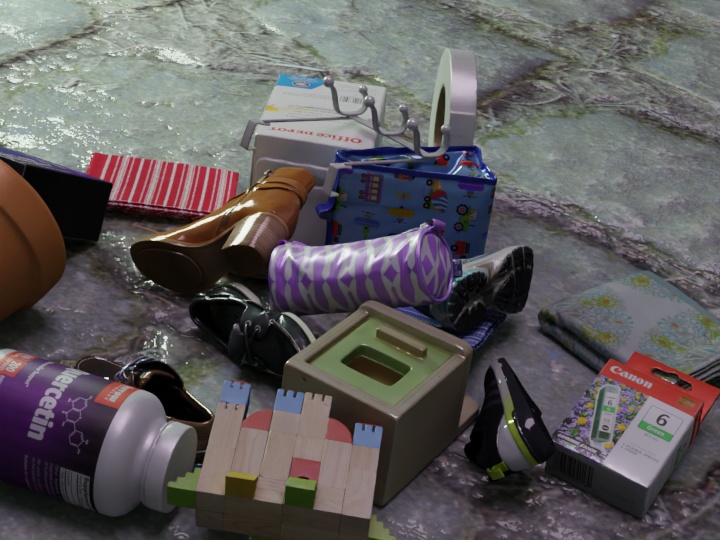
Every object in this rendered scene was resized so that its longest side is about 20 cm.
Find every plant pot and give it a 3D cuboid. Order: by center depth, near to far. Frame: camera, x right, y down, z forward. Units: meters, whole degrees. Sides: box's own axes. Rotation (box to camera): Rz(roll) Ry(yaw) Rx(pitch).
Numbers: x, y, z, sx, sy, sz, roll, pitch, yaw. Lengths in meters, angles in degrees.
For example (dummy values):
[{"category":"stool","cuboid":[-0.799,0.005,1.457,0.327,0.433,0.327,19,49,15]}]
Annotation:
[{"category":"plant pot","cuboid":[-0.419,-0.012,1.370,0.198,0.202,0.141,19,47,18]}]

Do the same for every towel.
[{"category":"towel","cuboid":[0.078,0.046,1.491,0.143,0.024,0.200,15,14,13]},{"category":"towel","cuboid":[0.326,0.074,1.533,0.170,0.049,0.200,-15,37,-35]},{"category":"towel","cuboid":[-0.255,-0.103,1.717,0.197,0.023,0.145,7,28,-6]}]

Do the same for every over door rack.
[{"category":"over door rack","cuboid":[-0.012,-0.159,1.522,0.147,0.067,0.199,30,36,35]}]

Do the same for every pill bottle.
[{"category":"pill bottle","cuboid":[-0.249,0.147,1.198,0.197,0.114,0.113,15,30,12]}]

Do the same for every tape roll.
[{"category":"tape roll","cuboid":[0.119,-0.188,1.775,0.036,0.205,0.204,5,30,-5]}]

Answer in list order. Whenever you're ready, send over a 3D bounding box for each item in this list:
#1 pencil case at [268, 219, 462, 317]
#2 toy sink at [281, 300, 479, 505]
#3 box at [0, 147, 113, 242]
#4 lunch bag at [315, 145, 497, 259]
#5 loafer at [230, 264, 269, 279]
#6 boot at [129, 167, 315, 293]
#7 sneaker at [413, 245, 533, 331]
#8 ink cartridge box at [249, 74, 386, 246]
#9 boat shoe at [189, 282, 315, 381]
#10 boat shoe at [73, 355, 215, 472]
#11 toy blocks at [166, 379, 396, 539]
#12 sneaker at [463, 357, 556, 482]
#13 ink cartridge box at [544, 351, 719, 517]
[{"category":"pencil case","cuboid":[0.000,0.000,1.401,0.198,0.087,0.084,-7,-6,27]},{"category":"toy sink","cuboid":[0.028,0.113,1.326,0.129,0.113,0.199,24,33,25]},{"category":"box","cuboid":[-0.391,-0.093,1.529,0.139,0.080,0.200,16,2,17]},{"category":"lunch bag","cuboid":[0.045,-0.062,1.590,0.197,0.152,0.094,1,30,-13]},{"category":"loafer","cuboid":[-0.101,-0.022,1.574,0.198,0.064,0.072,23,32,24]},{"category":"boot","cuboid":[-0.153,-0.056,1.534,0.198,0.077,0.156,-11,33,34]},{"category":"sneaker","cuboid":[0.121,0.007,1.486,0.086,0.079,0.199,16,16,34]},{"category":"ink cartridge box","cuboid":[-0.052,-0.135,1.696,0.145,0.146,0.201,8,29,3]},{"category":"boat shoe","cuboid":[-0.114,0.068,1.402,0.065,0.075,0.199,-7,30,-35]},{"category":"boat shoe","cuboid":[-0.201,0.122,1.293,0.198,0.073,0.072,26,34,28]},{"category":"toy blocks","cuboid":[-0.058,0.167,1.195,0.197,0.101,0.138,9,43,2]},{"category":"sneaker","cuboid":[0.132,0.148,1.332,0.082,0.072,0.200,-34,10,7]},{"category":"ink cartridge box","cuboid":[0.279,0.145,1.357,0.108,0.051,0.200,24,48,25]}]
